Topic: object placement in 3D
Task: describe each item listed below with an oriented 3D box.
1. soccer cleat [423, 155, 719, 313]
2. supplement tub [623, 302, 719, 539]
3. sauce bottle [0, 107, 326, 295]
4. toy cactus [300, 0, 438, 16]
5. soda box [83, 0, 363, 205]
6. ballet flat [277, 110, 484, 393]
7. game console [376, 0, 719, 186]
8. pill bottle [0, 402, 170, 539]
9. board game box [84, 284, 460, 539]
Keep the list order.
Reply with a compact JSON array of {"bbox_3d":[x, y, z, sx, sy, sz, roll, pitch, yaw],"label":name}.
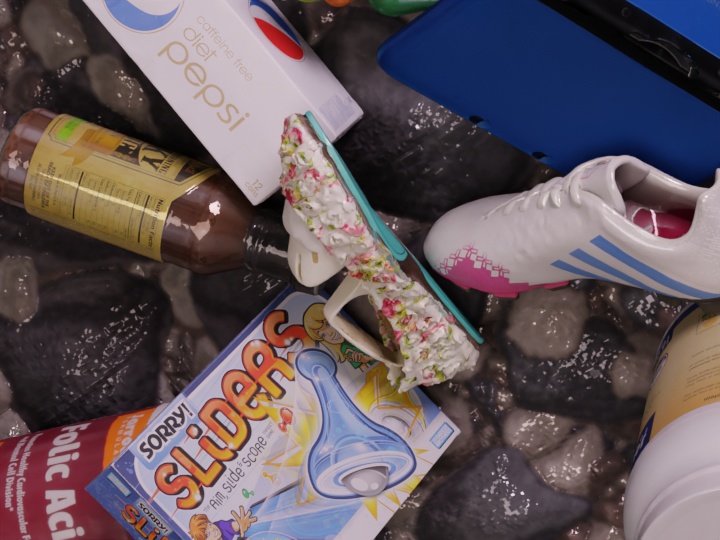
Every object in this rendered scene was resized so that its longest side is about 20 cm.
[{"bbox_3d":[0.119,-0.031,1.127,0.200,0.070,0.086,4,135,30],"label":"soccer cleat"},{"bbox_3d":[0.214,0.104,1.085,0.144,0.200,0.145,7,121,12],"label":"supplement tub"},{"bbox_3d":[-0.110,-0.036,1.211,0.200,0.065,0.065,20,111,8],"label":"sauce bottle"},{"bbox_3d":[0.054,-0.176,1.124,0.200,0.102,0.165,-29,116,19],"label":"toy cactus"},{"bbox_3d":[-0.091,-0.138,1.176,0.068,0.064,0.200,-38,94,22],"label":"soda box"},{"bbox_3d":[0.000,0.000,1.151,0.064,0.076,0.200,-35,123,4],"label":"ballet flat"},{"bbox_3d":[0.139,-0.141,1.092,0.200,0.118,0.171,27,84,-28],"label":"game console"},{"bbox_3d":[-0.140,0.142,1.248,0.200,0.114,0.114,-13,103,18],"label":"pill bottle"},{"bbox_3d":[-0.044,0.105,1.167,0.135,0.200,0.034,45,135,-2],"label":"board game box"}]
